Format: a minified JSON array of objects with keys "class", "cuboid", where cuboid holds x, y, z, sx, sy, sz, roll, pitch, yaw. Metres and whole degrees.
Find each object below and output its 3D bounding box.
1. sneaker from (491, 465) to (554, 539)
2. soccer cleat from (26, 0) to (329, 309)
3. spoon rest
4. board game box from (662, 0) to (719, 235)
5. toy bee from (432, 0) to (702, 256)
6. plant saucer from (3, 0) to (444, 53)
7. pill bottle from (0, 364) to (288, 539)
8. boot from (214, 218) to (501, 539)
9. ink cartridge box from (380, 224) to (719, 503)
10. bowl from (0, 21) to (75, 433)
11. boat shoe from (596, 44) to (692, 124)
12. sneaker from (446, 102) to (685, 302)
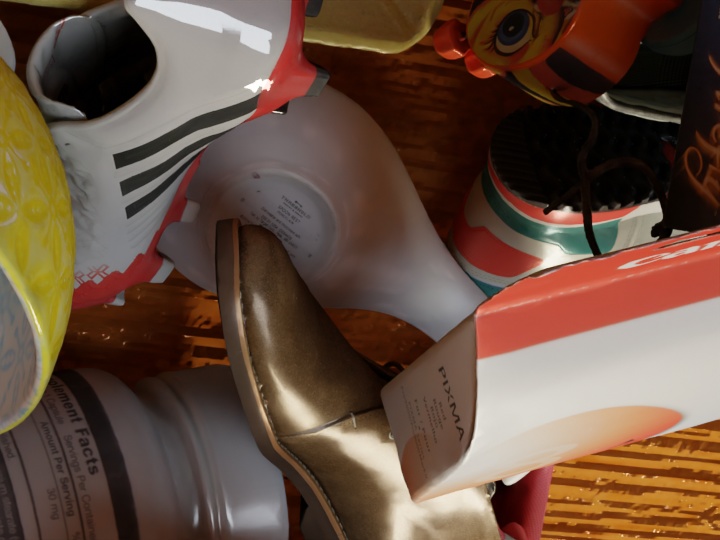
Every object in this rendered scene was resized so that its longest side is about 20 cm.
[{"class":"sneaker","cuboid":[0.025,0.125,1.145,0.074,0.087,0.201,30,73,-31]},{"class":"soccer cleat","cuboid":[-0.086,-0.050,0.990,0.085,0.069,0.200,13,147,-27]},{"class":"spoon rest","cuboid":[0.000,0.000,1.096,0.200,0.061,0.099,41,112,-18]},{"class":"board game box","cuboid":[0.174,-0.074,1.037,0.200,0.034,0.136,4,95,-62]},{"class":"toy bee","cuboid":[0.073,-0.107,1.010,0.131,0.108,0.200,52,58,-31]},{"class":"plant saucer","cuboid":[-0.037,-0.182,0.967,0.199,0.048,0.200,5,121,-32]},{"class":"pill bottle","cuboid":[-0.136,0.099,1.071,0.199,0.113,0.113,-9,127,-23]},{"class":"boot","cuboid":[-0.001,0.046,1.050,0.075,0.074,0.200,-11,139,14]},{"class":"ink cartridge box","cuboid":[0.108,0.023,0.943,0.162,0.050,0.200,-14,173,-16]},{"class":"bowl","cuboid":[-0.172,-0.044,0.936,0.200,0.199,0.108,61,42,-42]},{"class":"boat shoe","cuboid":[0.157,-0.084,1.129,0.199,0.071,0.072,-8,125,-27]},{"class":"sneaker","cuboid":[0.122,-0.015,1.175,0.199,0.070,0.094,2,139,-31]}]
